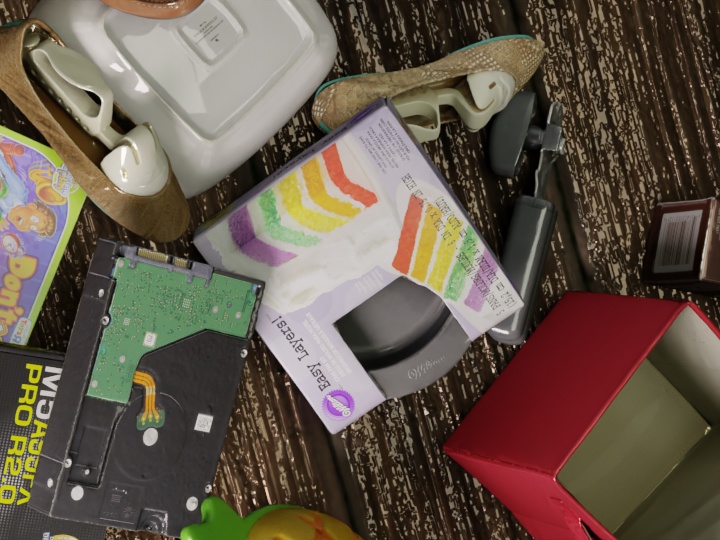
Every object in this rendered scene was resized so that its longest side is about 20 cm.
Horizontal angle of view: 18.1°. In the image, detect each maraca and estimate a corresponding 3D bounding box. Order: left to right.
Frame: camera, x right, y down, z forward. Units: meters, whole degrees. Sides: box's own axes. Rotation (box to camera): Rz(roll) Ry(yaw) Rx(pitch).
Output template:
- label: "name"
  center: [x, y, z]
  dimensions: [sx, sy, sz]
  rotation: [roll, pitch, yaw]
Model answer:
- label: "maraca"
  center: [-0.056, 0.236, 1.675]
  dimensions: [0.200, 0.107, 0.137]
  rotation: [21, 49, -42]

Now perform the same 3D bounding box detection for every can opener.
- label: "can opener"
  center: [0.122, -0.044, 1.806]
  dimensions: [0.067, 0.053, 0.201]
  rotation: [13, 83, 12]

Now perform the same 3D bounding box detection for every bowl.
- label: "bowl"
  center: [-0.123, -0.177, 1.694]
  dimensions: [0.200, 0.075, 0.200]
  rotation: [-46, 104, -18]

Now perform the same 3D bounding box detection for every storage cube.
- label: "storage cube"
  center: [0.208, 0.136, 1.747]
  dimensions: [0.171, 0.180, 0.200]
  rotation: [45, 73, -20]

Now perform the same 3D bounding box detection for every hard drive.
- label: "hard drive"
  center: [-0.154, 0.087, 1.630]
  dimensions: [0.139, 0.038, 0.201]
  rotation: [15, 90, -42]

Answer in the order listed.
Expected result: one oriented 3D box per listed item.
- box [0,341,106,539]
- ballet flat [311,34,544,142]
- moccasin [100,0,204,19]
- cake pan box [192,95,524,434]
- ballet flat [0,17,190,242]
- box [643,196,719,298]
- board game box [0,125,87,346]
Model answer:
- label: "box"
  center: [-0.252, 0.152, 1.612]
  dimensions: [0.160, 0.044, 0.201]
  rotation: [13, 90, -41]
- label: "ballet flat"
  center: [0.062, -0.130, 1.762]
  dimensions: [0.199, 0.071, 0.065]
  rotation: [-17, 54, -14]
- label: "moccasin"
  center: [-0.187, -0.251, 1.619]
  dimensions: [0.074, 0.078, 0.201]
  rotation: [-39, 66, -14]
- label: "cake pan box"
  center: [0.000, 0.000, 1.715]
  dimensions: [0.184, 0.052, 0.200]
  rotation: [-33, 103, 7]
- label: "ballet flat"
  center: [-0.189, -0.105, 1.625]
  dimensions: [0.200, 0.072, 0.068]
  rotation: [50, 55, -5]
- label: "box"
  center: [0.346, -0.006, 1.854]
  dimensions: [0.199, 0.100, 0.075]
  rotation: [13, 84, -21]
- label: "board game box"
  center: [-0.293, -0.009, 1.639]
  dimensions: [0.134, 0.045, 0.200]
  rotation: [24, 81, -19]
